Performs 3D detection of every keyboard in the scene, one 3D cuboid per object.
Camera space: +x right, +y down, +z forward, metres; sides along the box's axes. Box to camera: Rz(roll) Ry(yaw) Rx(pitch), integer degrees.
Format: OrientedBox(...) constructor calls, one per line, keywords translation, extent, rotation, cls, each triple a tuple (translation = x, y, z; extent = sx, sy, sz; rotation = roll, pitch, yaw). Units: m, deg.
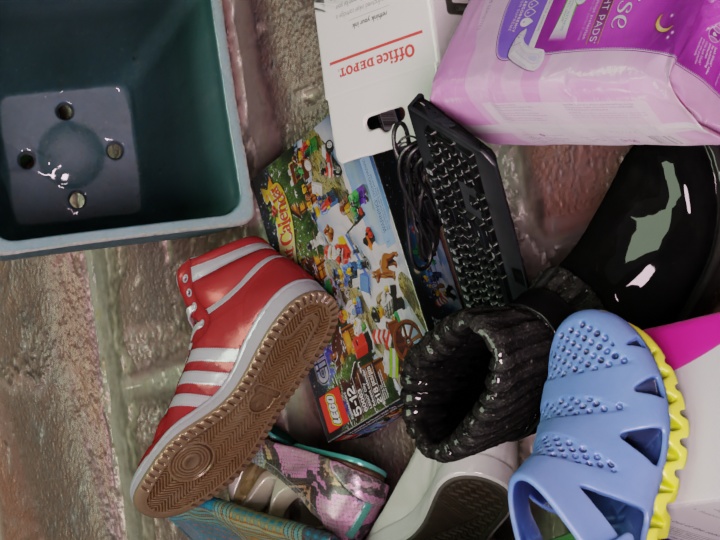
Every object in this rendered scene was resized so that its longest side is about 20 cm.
OrientedBox(translation=(0.057, -0.014, 1.160), extent=(0.104, 0.040, 0.201), rotation=(41, 158, 42), cls="keyboard")

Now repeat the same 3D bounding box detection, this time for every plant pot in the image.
OrientedBox(translation=(-0.207, -0.105, 1.448), extent=(0.200, 0.195, 0.197), rotation=(155, 107, -73), cls="plant pot")

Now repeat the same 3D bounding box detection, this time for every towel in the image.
OrientedBox(translation=(-0.048, 0.215, 1.340), extent=(0.199, 0.022, 0.147), rotation=(8, 140, 51), cls="towel")

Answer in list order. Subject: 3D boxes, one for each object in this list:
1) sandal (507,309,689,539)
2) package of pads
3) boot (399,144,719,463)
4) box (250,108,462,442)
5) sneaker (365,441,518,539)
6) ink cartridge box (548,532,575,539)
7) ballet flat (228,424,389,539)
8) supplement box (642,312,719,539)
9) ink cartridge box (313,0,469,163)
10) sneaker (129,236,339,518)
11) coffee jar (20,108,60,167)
OrientedBox(translation=(0.110, 0.110, 0.954), extent=(0.079, 0.087, 0.201), rotation=(-29, 51, 47), cls="sandal")
OrientedBox(translation=(0.138, -0.131, 1.071), extent=(0.199, 0.076, 0.121), rotation=(5, 67, 51), cls="package of pads")
OrientedBox(translation=(0.117, 0.012, 1.072), extent=(0.079, 0.157, 0.212), rotation=(42, 126, 44), cls="boot")
OrientedBox(translation=(0.000, 0.000, 1.315), extent=(0.136, 0.038, 0.201), rotation=(-35, 66, 47), cls="box")
OrientedBox(translation=(0.056, 0.151, 1.255), extent=(0.200, 0.072, 0.085), rotation=(125, 163, -49), cls="sneaker")
OrientedBox(translation=(0.075, 0.215, 1.095), extent=(0.199, 0.146, 0.084), rotation=(-22, 73, 18), cls="ink cartridge box")
OrientedBox(translation=(-0.051, 0.147, 1.344), extent=(0.200, 0.069, 0.071), rotation=(17, 77, 58), cls="ballet flat")
OrientedBox(translation=(0.221, 0.078, 0.977), extent=(0.200, 0.103, 0.102), rotation=(-18, 59, 52), cls="supplement box")
OrientedBox(translation=(0.029, -0.177, 1.238), extent=(0.116, 0.068, 0.201), rotation=(-12, 84, 51), cls="ink cartridge box")
OrientedBox(translation=(-0.106, 0.068, 1.337), extent=(0.200, 0.071, 0.112), rotation=(-51, 46, 7), cls="sneaker")
OrientedBox(translation=(-0.342, -0.106, 1.695), extent=(0.200, 0.085, 0.105), rotation=(-49, 57, 42), cls="coffee jar")
